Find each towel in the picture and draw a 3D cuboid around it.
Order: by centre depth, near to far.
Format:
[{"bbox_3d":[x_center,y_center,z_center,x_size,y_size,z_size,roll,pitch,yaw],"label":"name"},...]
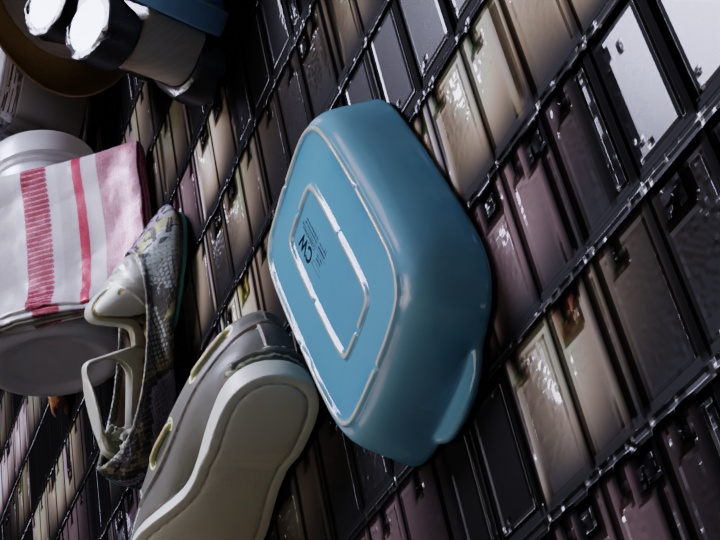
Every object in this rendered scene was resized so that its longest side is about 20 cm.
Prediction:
[{"bbox_3d":[-0.255,-0.019,1.005,0.023,0.199,0.144,73,-177,-57],"label":"towel"}]

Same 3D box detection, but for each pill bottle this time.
[{"bbox_3d":[-0.256,-0.009,1.079,0.116,0.115,0.200,125,142,-48],"label":"pill bottle"}]

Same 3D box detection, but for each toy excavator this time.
[{"bbox_3d":[-0.144,-0.235,0.893,0.194,0.100,0.200,32,99,45],"label":"toy excavator"}]

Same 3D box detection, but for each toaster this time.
[{"bbox_3d":[-0.316,-0.173,1.166,0.129,0.113,0.201,24,-110,-69],"label":"toaster"}]

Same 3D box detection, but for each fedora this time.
[{"bbox_3d":[-0.202,-0.227,0.983,0.082,0.200,0.201,1,85,28],"label":"fedora"}]

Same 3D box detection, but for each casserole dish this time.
[{"bbox_3d":[0.000,0.000,0.613,0.200,0.039,0.121,-117,40,-50],"label":"casserole dish"}]

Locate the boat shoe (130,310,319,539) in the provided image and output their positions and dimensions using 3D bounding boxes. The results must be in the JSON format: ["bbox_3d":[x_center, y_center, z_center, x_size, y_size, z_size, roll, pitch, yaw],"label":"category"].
[{"bbox_3d":[-0.083,0.110,0.737,0.202,0.072,0.060,-60,32,32],"label":"boat shoe"}]

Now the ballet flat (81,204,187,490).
[{"bbox_3d":[-0.156,0.050,0.908,0.072,0.072,0.201,161,112,-63],"label":"ballet flat"}]

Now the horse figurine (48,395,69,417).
[{"bbox_3d":[-0.289,0.017,1.224,0.133,0.050,0.200,-125,46,-55],"label":"horse figurine"}]
